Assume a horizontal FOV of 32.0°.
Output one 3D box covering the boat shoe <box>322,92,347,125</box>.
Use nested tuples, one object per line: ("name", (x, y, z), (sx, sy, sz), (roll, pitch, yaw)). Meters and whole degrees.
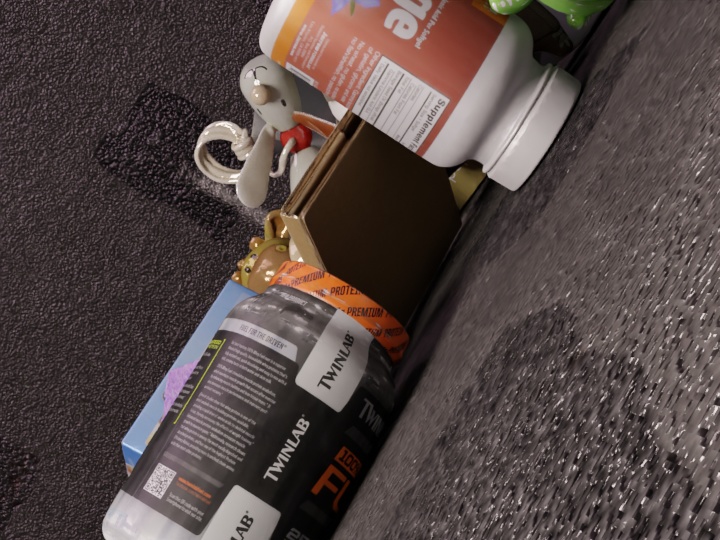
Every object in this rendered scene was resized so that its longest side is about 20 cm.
("boat shoe", (0.007, -0.137, 1.033), (0.074, 0.069, 0.200), (-23, 9, 12))

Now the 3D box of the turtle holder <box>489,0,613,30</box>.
("turtle holder", (0.154, -0.240, 0.812), (0.131, 0.184, 0.143), (-38, 49, 39))

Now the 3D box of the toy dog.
("toy dog", (-0.044, -0.063, 0.998), (0.132, 0.200, 0.097), (-44, 11, 23))

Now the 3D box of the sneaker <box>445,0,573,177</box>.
("sneaker", (0.098, -0.125, 0.975), (0.070, 0.075, 0.201), (-44, -15, -37))

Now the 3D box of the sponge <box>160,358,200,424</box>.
("sponge", (-0.081, 0.107, 0.936), (0.199, 0.030, 0.113), (-22, 54, 40))

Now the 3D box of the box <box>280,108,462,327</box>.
("box", (0.017, -0.039, 0.942), (0.165, 0.021, 0.201), (-59, -32, -27))

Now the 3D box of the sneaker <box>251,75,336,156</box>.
("sneaker", (-0.035, -0.188, 1.180), (0.075, 0.105, 0.202), (93, -170, -55))

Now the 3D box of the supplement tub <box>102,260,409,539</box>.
("supplement tub", (-0.058, 0.104, 0.768), (0.202, 0.122, 0.123), (-59, 2, -14))

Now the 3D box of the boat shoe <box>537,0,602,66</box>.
("boat shoe", (0.173, -0.242, 0.958), (0.066, 0.072, 0.202), (-33, -27, -60))

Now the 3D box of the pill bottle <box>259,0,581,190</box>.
("pill bottle", (0.042, -0.142, 0.830), (0.113, 0.198, 0.112), (-58, 3, 5))

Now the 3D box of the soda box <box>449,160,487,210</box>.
("soda box", (0.086, -0.107, 1.126), (0.068, 0.064, 0.200), (-60, 3, -36))

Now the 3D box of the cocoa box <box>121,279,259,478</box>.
("cocoa box", (-0.119, 0.140, 1.197), (0.201, 0.132, 0.132), (-59, -12, -29))

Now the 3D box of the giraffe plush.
("giraffe plush", (-0.059, 0.019, 1.372), (0.174, 0.161, 0.200), (-60, 3, -26))
